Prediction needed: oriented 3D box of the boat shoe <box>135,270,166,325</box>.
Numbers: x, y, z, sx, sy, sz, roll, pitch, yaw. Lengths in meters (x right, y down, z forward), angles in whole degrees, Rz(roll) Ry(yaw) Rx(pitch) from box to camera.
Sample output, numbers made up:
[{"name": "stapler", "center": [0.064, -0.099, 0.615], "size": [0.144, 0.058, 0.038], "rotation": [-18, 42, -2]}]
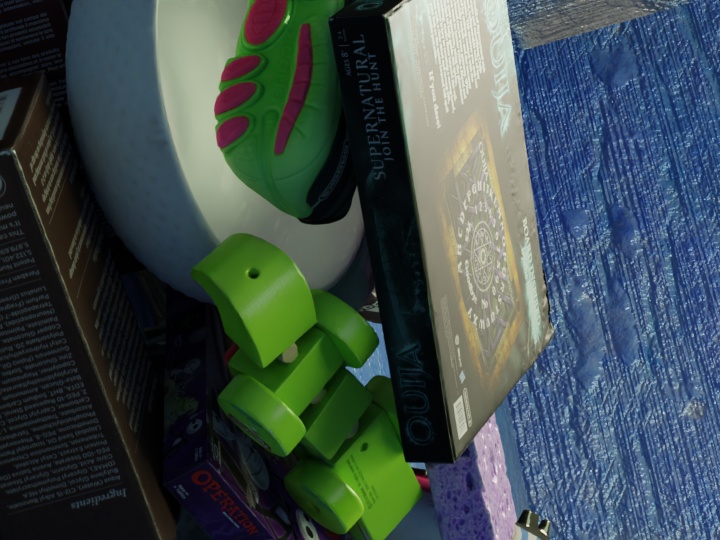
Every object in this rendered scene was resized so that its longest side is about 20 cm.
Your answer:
[{"name": "boat shoe", "center": [-0.120, -0.035, 1.399], "size": [0.073, 0.063, 0.200], "rotation": [-54, 131, -46]}]

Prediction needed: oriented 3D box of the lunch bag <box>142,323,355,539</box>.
[{"name": "lunch bag", "center": [-0.053, 0.121, 1.319], "size": [0.164, 0.117, 0.201], "rotation": [5, 67, -75]}]

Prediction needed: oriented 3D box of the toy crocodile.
[{"name": "toy crocodile", "center": [-0.020, 0.059, 1.078], "size": [0.062, 0.068, 0.200], "rotation": [30, -17, 35]}]

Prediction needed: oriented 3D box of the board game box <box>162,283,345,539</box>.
[{"name": "board game box", "center": [-0.049, 0.070, 1.155], "size": [0.120, 0.032, 0.200], "rotation": [57, 15, -32]}]

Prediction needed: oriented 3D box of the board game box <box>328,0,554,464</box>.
[{"name": "board game box", "center": [0.039, -0.034, 1.073], "size": [0.135, 0.028, 0.201], "rotation": [-43, 128, -58]}]

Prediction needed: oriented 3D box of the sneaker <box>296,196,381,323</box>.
[{"name": "sneaker", "center": [0.000, 0.000, 1.263], "size": [0.200, 0.078, 0.140], "rotation": [-93, 159, -54]}]

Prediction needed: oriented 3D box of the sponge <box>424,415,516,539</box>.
[{"name": "sponge", "center": [0.041, 0.041, 1.181], "size": [0.112, 0.030, 0.201], "rotation": [-47, 127, -79]}]

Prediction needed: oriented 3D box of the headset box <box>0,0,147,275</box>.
[{"name": "headset box", "center": [-0.153, -0.108, 1.185], "size": [0.149, 0.077, 0.200], "rotation": [-81, 154, -68]}]

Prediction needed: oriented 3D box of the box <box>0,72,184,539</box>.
[{"name": "box", "center": [-0.139, 0.029, 1.047], "size": [0.100, 0.075, 0.200], "rotation": [-88, 160, -67]}]

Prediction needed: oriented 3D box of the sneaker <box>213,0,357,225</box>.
[{"name": "sneaker", "center": [-0.010, -0.107, 1.090], "size": [0.084, 0.077, 0.200], "rotation": [57, 46, -49]}]

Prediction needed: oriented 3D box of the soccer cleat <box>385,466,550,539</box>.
[{"name": "soccer cleat", "center": [0.051, 0.158, 1.315], "size": [0.200, 0.070, 0.087], "rotation": [33, 69, -59]}]

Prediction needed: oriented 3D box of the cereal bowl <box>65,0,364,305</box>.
[{"name": "cereal bowl", "center": [-0.073, -0.078, 1.116], "size": [0.200, 0.083, 0.201], "rotation": [24, 63, -60]}]
